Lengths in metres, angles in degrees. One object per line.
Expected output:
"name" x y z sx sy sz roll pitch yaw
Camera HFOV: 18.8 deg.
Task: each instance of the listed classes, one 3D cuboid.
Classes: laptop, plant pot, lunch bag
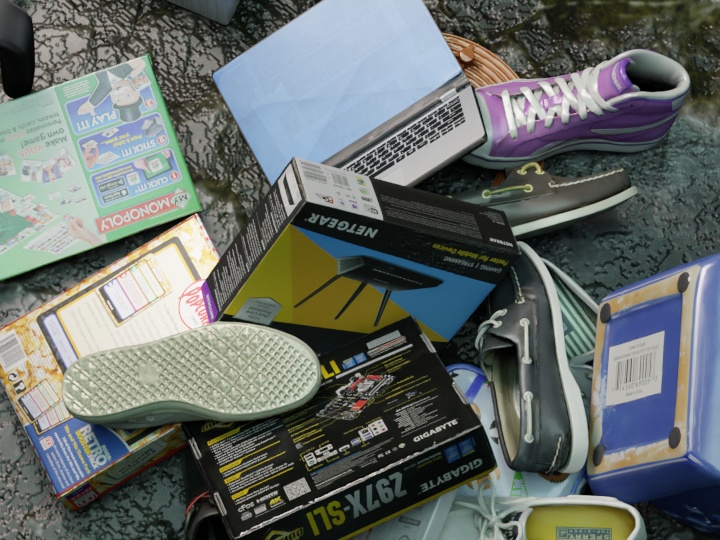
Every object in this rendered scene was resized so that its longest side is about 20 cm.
"laptop" -0.014 -0.130 1.725 0.187 0.200 0.116 -32 111 11
"plant pot" 0.282 0.093 1.630 0.179 0.200 0.201 12 74 -23
"lunch bag" 0.078 0.183 1.687 0.160 0.076 0.201 30 74 9

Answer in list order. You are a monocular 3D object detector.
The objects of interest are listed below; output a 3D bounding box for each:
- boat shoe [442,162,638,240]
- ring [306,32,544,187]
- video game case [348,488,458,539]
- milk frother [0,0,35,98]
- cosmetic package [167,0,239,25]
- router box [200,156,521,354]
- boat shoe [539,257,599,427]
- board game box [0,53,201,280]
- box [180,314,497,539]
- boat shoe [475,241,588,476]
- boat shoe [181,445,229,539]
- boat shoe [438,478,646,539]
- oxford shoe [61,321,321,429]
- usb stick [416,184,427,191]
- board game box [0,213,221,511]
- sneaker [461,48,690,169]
"boat shoe" 0.122 -0.053 1.738 0.200 0.072 0.061 -18 86 -3
"ring" 0.054 -0.106 1.798 0.199 0.019 0.202 0 74 -1
"video game case" -0.021 0.186 1.646 0.199 0.018 0.144 9 69 43
"milk frother" -0.351 -0.227 1.728 0.179 0.188 0.201 -11 76 -7
"cosmetic package" -0.179 -0.301 1.814 0.199 0.081 0.113 25 74 6
"router box" 0.000 0.000 1.652 0.199 0.149 0.051 13 42 -32
"boat shoe" 0.184 0.075 1.725 0.073 0.067 0.200 -41 79 -12
"board game box" -0.243 -0.079 1.753 0.199 0.029 0.135 -19 94 -8
"box" -0.019 0.128 1.601 0.199 0.050 0.160 -24 33 -7
"boat shoe" 0.121 0.063 1.662 0.060 0.076 0.201 0 52 -21
"boat shoe" -0.098 0.190 1.647 0.074 0.063 0.202 -38 47 18
"boat shoe" 0.110 0.195 1.596 0.200 0.086 0.075 -1 69 5
"oxford shoe" -0.124 0.082 1.624 0.199 0.058 0.076 -7 73 12
"usb stick" -0.028 -0.010 1.721 0.199 0.033 0.056 -31 69 15
"board game box" -0.176 0.071 1.696 0.199 0.046 0.152 -30 67 -1
"sneaker" 0.167 -0.140 1.749 0.199 0.114 0.073 -9 72 -13
